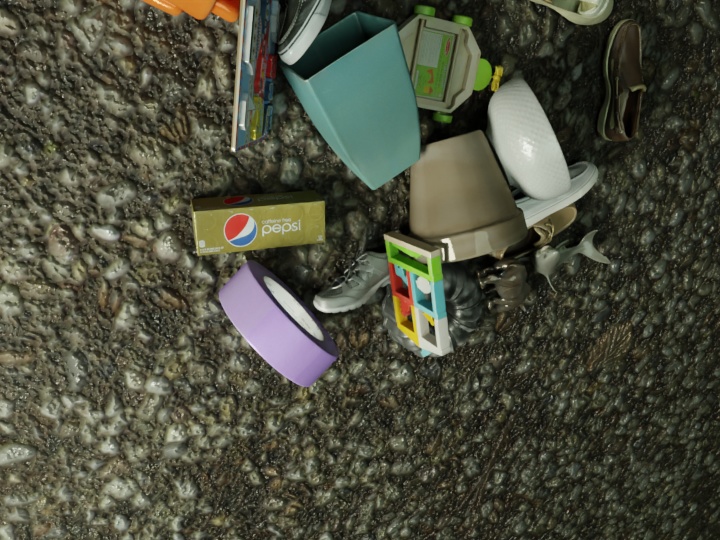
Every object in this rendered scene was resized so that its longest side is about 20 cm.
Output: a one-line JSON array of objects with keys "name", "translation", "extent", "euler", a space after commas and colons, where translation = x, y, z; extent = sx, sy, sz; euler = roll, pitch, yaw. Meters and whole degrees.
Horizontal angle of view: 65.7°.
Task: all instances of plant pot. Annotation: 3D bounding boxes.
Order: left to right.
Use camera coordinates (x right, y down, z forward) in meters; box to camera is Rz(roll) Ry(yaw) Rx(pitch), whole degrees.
[{"name": "plant pot", "translation": [0.000, -0.232, 0.803], "extent": [0.140, 0.142, 0.202], "euler": [-32, 126, -6]}, {"name": "plant pot", "translation": [0.155, -0.124, 0.898], "extent": [0.196, 0.200, 0.178], "euler": [-17, 100, -14]}]

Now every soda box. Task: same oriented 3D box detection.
[{"name": "soda box", "translation": [-0.153, -0.075, 0.848], "extent": [0.195, 0.064, 0.069], "euler": [-8, 115, -19]}]

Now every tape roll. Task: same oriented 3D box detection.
[{"name": "tape roll", "translation": [-0.121, 0.079, 0.849], "extent": [0.066, 0.200, 0.200], "euler": [-43, 121, 3]}]

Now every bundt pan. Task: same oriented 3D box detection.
[{"name": "bundt pan", "translation": [0.141, 0.073, 1.026], "extent": [0.197, 0.076, 0.207], "euler": [-8, 115, -18]}]

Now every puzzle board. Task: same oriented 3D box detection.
[{"name": "puzzle board", "translation": [-0.132, -0.267, 0.729], "extent": [0.017, 0.151, 0.205], "euler": [9, 110, 2]}]

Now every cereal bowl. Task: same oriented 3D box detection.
[{"name": "cereal bowl", "translation": [0.256, -0.198, 0.894], "extent": [0.082, 0.202, 0.202], "euler": [-26, 122, 14]}]

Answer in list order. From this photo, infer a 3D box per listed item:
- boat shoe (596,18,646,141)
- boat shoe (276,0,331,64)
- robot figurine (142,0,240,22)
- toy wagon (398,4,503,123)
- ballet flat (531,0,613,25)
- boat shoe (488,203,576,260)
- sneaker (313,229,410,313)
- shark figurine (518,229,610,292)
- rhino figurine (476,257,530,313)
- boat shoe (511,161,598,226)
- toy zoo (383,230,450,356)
[{"name": "boat shoe", "translation": [0.476, -0.332, 0.986], "extent": [0.073, 0.075, 0.207], "euler": [-14, 116, -16]}, {"name": "boat shoe", "translation": [-0.074, -0.379, 0.740], "extent": [0.070, 0.072, 0.204], "euler": [24, 86, -36]}, {"name": "robot figurine", "translation": [-0.221, -0.384, 0.657], "extent": [0.197, 0.143, 0.119], "euler": [22, 87, -28]}, {"name": "toy wagon", "translation": [0.132, -0.315, 0.874], "extent": [0.195, 0.040, 0.159], "euler": [1, 111, -25]}, {"name": "ballet flat", "translation": [0.346, -0.438, 0.893], "extent": [0.195, 0.070, 0.071], "euler": [1, 112, -23]}, {"name": "boat shoe", "translation": [0.332, -0.070, 1.047], "extent": [0.197, 0.065, 0.072], "euler": [-28, 120, -8]}, {"name": "sneaker", "translation": [0.000, 0.000, 0.947], "extent": [0.198, 0.074, 0.083], "euler": [-31, 115, -20]}, {"name": "shark figurine", "translation": [0.384, -0.007, 1.078], "extent": [0.211, 0.127, 0.092], "euler": [-11, 78, -42]}, {"name": "rhino figurine", "translation": [0.276, 0.039, 1.048], "extent": [0.086, 0.061, 0.200], "euler": [-19, 148, 12]}, {"name": "boat shoe", "translation": [0.343, -0.153, 1.019], "extent": [0.197, 0.072, 0.069], "euler": [-29, 120, 2]}, {"name": "toy zoo", "translation": [0.092, 0.048, 0.892], "extent": [0.020, 0.131, 0.205], "euler": [-19, 114, -24]}]
